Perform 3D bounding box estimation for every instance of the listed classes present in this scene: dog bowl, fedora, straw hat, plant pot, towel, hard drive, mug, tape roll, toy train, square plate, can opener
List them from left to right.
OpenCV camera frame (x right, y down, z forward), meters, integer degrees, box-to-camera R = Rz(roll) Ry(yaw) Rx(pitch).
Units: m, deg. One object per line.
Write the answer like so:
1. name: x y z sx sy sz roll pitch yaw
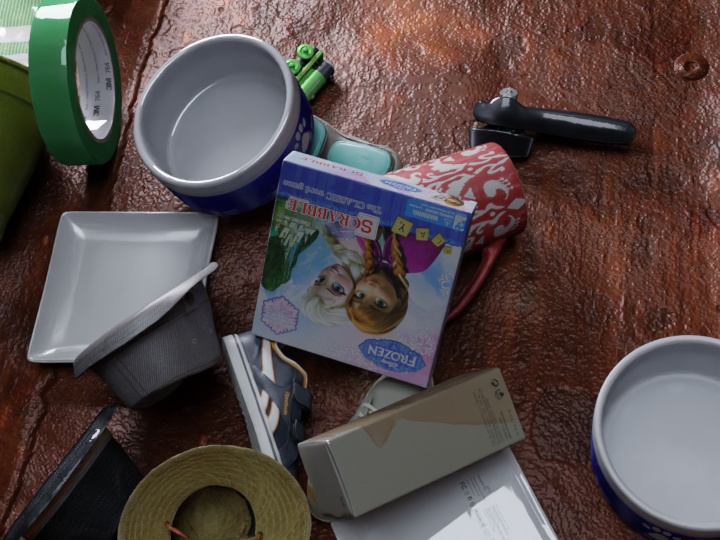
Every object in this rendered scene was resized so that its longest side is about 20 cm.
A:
1. plant pot: -0.476 -0.137 1.335 0.199 0.200 0.194 5 73 10
2. towel: -0.458 -0.316 1.514 0.151 0.023 0.201 -3 60 5
3. tape roll: -0.341 -0.228 1.347 0.048 0.201 0.202 -2 60 6
4. fedora: -0.270 0.227 1.112 0.091 0.201 0.201 38 69 -7
5. square plate: -0.271 0.022 1.298 0.197 0.029 0.201 1 61 8
6. fedora: -0.204 0.079 1.165 0.176 0.200 0.091 -35 93 18
7. straw hat: -0.149 0.250 1.112 0.200 0.202 0.085 -22 18 -5
8. dog bowl: -0.158 -0.169 1.303 0.199 0.079 0.201 -7 65 16
9. toy train: -0.103 -0.204 1.398 0.056 0.042 0.200 34 70 12
10. mug: 0.080 -0.042 1.255 0.199 0.179 0.133 -21 24 -10
11. hard drive: 0.086 0.271 1.113 0.199 0.026 0.132 -24 61 -6
12. can opener: 0.230 -0.175 1.336 0.198 0.079 0.063 4 22 6
13. dog bowl: 0.330 0.171 1.108 0.198 0.079 0.201 -3 60 6

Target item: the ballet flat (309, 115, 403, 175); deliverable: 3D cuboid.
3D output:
1. ballet flat: -0.034 -0.138 1.339 0.199 0.064 0.068 24 82 25

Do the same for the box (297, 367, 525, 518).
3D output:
1. box: 0.050 0.169 1.096 0.199 0.095 0.078 -20 88 -25

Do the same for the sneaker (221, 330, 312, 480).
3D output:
1. sneaker: -0.084 0.151 1.173 0.079 0.079 0.201 -13 67 -15

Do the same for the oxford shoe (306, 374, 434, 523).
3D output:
1. oxford shoe: 0.013 0.173 1.161 0.075 0.058 0.200 29 67 23

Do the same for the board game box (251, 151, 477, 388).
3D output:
1. board game box: 0.000 0.000 1.148 0.199 0.201 0.041 16 23 9
